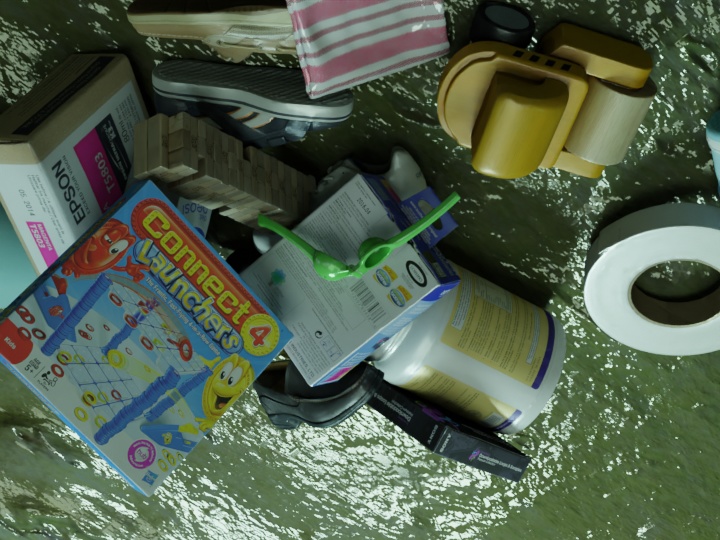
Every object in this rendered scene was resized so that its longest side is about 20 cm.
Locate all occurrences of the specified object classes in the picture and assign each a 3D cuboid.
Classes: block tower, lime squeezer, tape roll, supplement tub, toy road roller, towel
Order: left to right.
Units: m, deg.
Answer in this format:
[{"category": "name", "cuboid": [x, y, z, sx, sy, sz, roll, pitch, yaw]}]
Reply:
[{"category": "block tower", "cuboid": [-0.123, -0.087, 1.046, 0.054, 0.058, 0.200, -15, 158, 34]}, {"category": "lime squeezer", "cuboid": [-0.002, -0.026, 1.019, 0.199, 0.071, 0.038, -6, 148, 21]}, {"category": "towel", "cuboid": [0.004, -0.257, 0.973, 0.146, 0.030, 0.201, -20, 127, -12]}, {"category": "supplement tub", "cuboid": [0.103, 0.074, 1.184, 0.199, 0.146, 0.146, 27, 125, -14]}, {"category": "toy road roller", "cuboid": [0.167, -0.144, 1.009, 0.199, 0.146, 0.123, 15, 128, -6]}, {"category": "tape roll", "cuboid": [0.334, 0.013, 1.162, 0.202, 0.037, 0.203, 7, 137, 7]}]

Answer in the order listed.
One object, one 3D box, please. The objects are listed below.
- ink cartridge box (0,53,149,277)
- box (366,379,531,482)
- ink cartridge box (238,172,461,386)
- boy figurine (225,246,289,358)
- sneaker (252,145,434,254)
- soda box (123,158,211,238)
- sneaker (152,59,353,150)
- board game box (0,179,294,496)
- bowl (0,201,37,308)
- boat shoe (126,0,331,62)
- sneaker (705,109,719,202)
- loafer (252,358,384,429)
[{"category": "ink cartridge box", "cuboid": [-0.266, -0.085, 1.079, 0.075, 0.165, 0.201, 5, 131, 25]}, {"category": "box", "cuboid": [0.073, 0.160, 1.208, 0.143, 0.200, 0.036, 25, 91, -39]}, {"category": "ink cartridge box", "cuboid": [0.000, 0.000, 1.070, 0.200, 0.076, 0.137, -39, 79, 19]}, {"category": "boy figurine", "cuboid": [-0.082, 0.059, 1.244, 0.124, 0.065, 0.201, -19, 120, 16]}, {"category": "sneaker", "cuboid": [-0.023, -0.070, 1.144, 0.199, 0.075, 0.087, -19, 112, 11]}, {"category": "soda box", "cuboid": [-0.198, -0.020, 1.070, 0.068, 0.201, 0.063, 6, 166, 24]}, {"category": "sneaker", "cuboid": [-0.103, -0.152, 1.075, 0.199, 0.079, 0.080, 10, 124, 12]}, {"category": "board game box", "cuboid": [-0.194, 0.059, 0.981, 0.200, 0.196, 0.056, 48, 160, -17]}, {"category": "bowl", "cuboid": [-0.378, -0.041, 1.134, 0.105, 0.201, 0.201, 11, 132, -35]}, {"category": "boat shoe", "cuboid": [-0.116, -0.223, 1.023, 0.199, 0.071, 0.065, 1, 127, 3]}, {"category": "sneaker", "cuboid": [0.438, -0.099, 1.062, 0.199, 0.080, 0.131, -1, 126, 19]}, {"category": "loafer", "cuboid": [-0.054, 0.123, 1.180, 0.072, 0.073, 0.200, 50, 142, -16]}]
